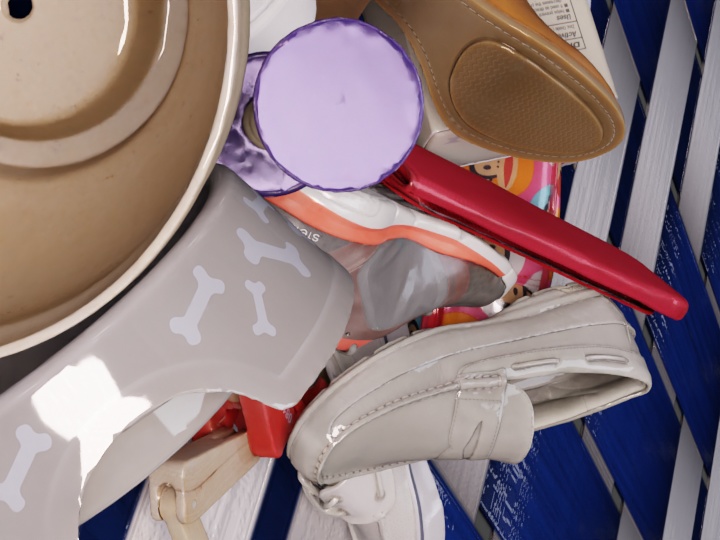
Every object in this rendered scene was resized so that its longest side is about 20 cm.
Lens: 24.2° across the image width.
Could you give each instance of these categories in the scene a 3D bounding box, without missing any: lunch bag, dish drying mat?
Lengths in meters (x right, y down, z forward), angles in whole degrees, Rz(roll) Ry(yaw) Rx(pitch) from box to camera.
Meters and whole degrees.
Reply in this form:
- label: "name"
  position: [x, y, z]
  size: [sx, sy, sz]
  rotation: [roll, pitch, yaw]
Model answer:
- label: "lunch bag"
  position: [0.063, -0.030, 0.985]
  size: [0.176, 0.082, 0.200]
  rotation: [116, -18, -77]
- label: "dish drying mat"
  position: [0.078, -0.023, 0.838]
  size: [0.200, 0.077, 0.018]
  rotation: [22, 107, -37]

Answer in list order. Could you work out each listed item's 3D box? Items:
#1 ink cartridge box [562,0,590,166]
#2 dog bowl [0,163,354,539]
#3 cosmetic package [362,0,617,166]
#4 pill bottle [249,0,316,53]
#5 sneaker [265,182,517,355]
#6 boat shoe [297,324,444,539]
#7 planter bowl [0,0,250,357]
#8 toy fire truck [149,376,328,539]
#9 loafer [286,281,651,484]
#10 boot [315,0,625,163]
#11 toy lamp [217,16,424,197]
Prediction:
- label: "ink cartridge box"
  position: [0.111, -0.159, 1.101]
  size: [0.119, 0.042, 0.200]
  rotation: [156, -57, -71]
- label: "dog bowl"
  position: [-0.100, 0.037, 0.564]
  size: [0.059, 0.200, 0.200]
  rotation: [55, 38, -18]
- label: "cosmetic package"
  position: [0.052, -0.160, 0.886]
  size: [0.071, 0.105, 0.200]
  rotation: [121, -43, -72]
- label: "pill bottle"
  position: [-0.095, -0.161, 0.648]
  size: [0.200, 0.113, 0.113]
  rotation: [62, 38, -46]
- label: "sneaker"
  position: [0.000, 0.000, 0.806]
  size: [0.200, 0.077, 0.082]
  rotation: [19, 101, -54]
- label: "boat shoe"
  position: [-0.005, 0.102, 0.921]
  size: [0.070, 0.071, 0.200]
  rotation: [-25, 121, -32]
- label: "planter bowl"
  position: [-0.122, -0.080, 0.523]
  size: [0.135, 0.200, 0.200]
  rotation: [-50, 137, -78]
- label: "toy fire truck"
  position: [-0.067, 0.082, 0.792]
  size: [0.200, 0.049, 0.141]
  rotation: [64, 36, -45]
- label: "loafer"
  position: [0.058, 0.063, 0.827]
  size: [0.200, 0.070, 0.070]
  rotation: [-21, 148, -27]
- label: "boot"
  position: [0.054, -0.153, 0.812]
  size: [0.200, 0.074, 0.155]
  rotation: [32, 47, -23]
- label: "toy lamp"
  position: [-0.024, -0.052, 0.586]
  size: [0.200, 0.058, 0.058]
  rotation: [-158, -114, -78]
